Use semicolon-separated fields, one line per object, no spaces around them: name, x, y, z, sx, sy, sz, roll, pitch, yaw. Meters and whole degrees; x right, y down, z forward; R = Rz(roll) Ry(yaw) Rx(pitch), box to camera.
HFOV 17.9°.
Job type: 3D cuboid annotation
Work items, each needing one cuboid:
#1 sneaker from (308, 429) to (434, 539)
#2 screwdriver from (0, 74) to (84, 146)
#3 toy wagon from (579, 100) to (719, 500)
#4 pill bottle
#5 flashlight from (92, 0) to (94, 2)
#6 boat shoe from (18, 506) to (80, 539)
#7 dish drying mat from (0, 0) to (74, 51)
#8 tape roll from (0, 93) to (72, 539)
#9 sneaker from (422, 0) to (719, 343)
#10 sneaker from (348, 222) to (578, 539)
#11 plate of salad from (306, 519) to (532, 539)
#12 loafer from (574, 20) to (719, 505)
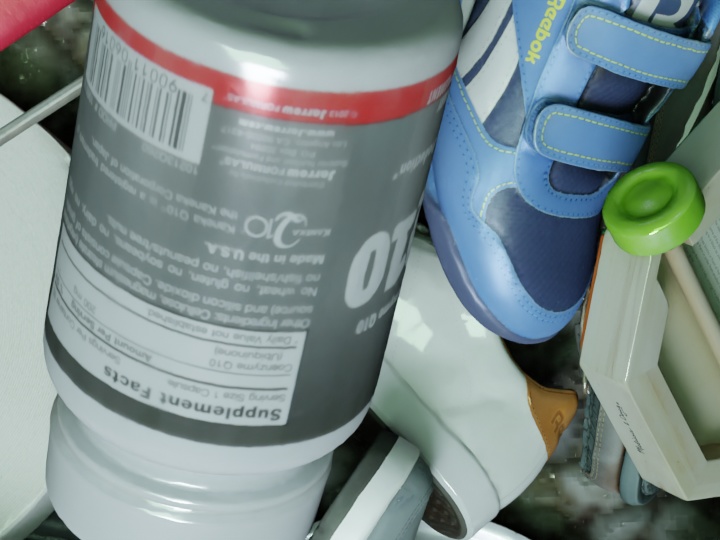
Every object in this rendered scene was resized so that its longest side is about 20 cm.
sneaker;0.017;0.163;0.818;0.120;0.084;0.201;25;117;8
screwdriver;-0.050;-0.094;0.763;0.199;0.028;0.029;-29;123;-8
toy wagon;0.157;-0.013;0.794;0.200;0.039;0.156;-47;131;-18
pill bottle;-0.041;-0.008;0.740;0.113;0.114;0.201;15;121;3
flashlight;-0.055;-0.106;0.803;0.199;0.068;0.068;34;148;-12
boat shoe;-0.126;0.116;0.874;0.199;0.073;0.063;-3;67;12
dish drying mat;-0.157;-0.107;0.828;0.199;0.018;0.077;-34;100;-3
tape roll;-0.185;0.019;0.848;0.201;0.037;0.204;-1;82;6
sneaker;0.073;-0.074;0.774;0.082;0.074;0.202;8;92;43
sneaker;0.000;0.000;0.853;0.085;0.073;0.200;-40;88;-19
plate of salad;0.021;0.189;0.897;0.199;0.048;0.202;1;98;10
loafer;0.107;-0.018;0.830;0.063;0.072;0.201;19;101;23
